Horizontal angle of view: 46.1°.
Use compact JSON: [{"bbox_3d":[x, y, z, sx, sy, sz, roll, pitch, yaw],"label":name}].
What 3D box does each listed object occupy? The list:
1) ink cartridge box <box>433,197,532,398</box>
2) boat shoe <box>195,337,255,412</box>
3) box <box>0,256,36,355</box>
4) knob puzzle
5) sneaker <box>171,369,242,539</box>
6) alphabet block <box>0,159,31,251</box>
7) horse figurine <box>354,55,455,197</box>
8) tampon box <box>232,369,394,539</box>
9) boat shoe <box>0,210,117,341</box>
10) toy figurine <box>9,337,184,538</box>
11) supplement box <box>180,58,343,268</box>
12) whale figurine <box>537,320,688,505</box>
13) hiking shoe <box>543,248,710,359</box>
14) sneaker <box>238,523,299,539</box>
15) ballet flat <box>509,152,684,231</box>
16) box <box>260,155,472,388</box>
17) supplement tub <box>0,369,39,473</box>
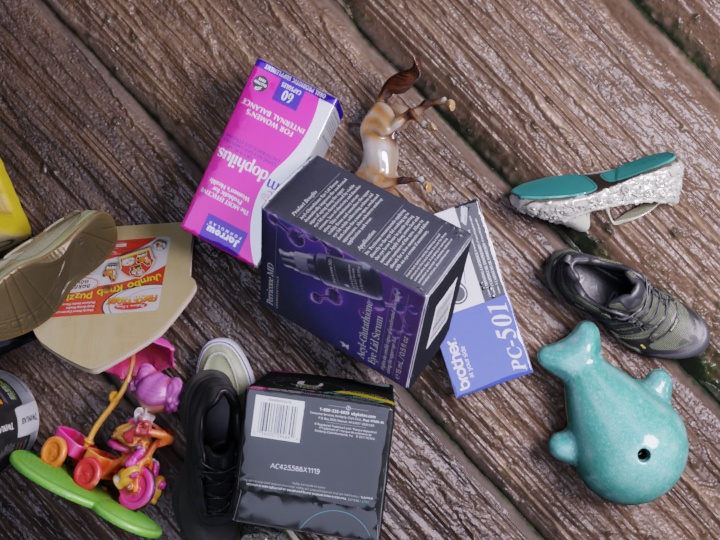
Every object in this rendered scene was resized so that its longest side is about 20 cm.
[{"bbox_3d":[0.120,0.031,0.960,0.092,0.044,0.204,-18,89,4],"label":"ink cartridge box"},{"bbox_3d":[-0.152,0.179,0.962,0.070,0.062,0.205,-6,89,2],"label":"boat shoe"},{"bbox_3d":[-0.468,0.060,0.910,0.146,0.200,0.109,-25,88,2],"label":"box"},{"bbox_3d":[-0.276,0.033,0.938,0.214,0.031,0.223,-3,48,3],"label":"knob puzzle"},{"bbox_3d":[-0.155,0.210,0.882,0.074,0.090,0.205,-4,92,-23],"label":"sneaker"},{"bbox_3d":[-0.515,-0.086,0.918,0.197,0.195,0.200,-25,90,1],"label":"alphabet block"},{"bbox_3d":[0.035,-0.133,0.949,0.131,0.049,0.205,12,95,40],"label":"horse figurine"},{"bbox_3d":[-0.042,0.183,0.888,0.146,0.200,0.130,7,89,1],"label":"tampon box"},{"bbox_3d":[-0.348,0.000,0.907,0.062,0.201,0.074,10,134,29],"label":"boat shoe"},{"bbox_3d":[-0.256,0.161,0.928,0.197,0.150,0.187,21,80,29],"label":"toy figurine"},{"bbox_3d":[-0.106,-0.114,0.945,0.100,0.103,0.203,25,92,2],"label":"supplement box"},{"bbox_3d":[0.274,0.158,0.921,0.157,0.104,0.203,-30,90,2],"label":"whale figurine"},{"bbox_3d":[0.295,0.042,0.924,0.197,0.101,0.077,26,91,3],"label":"hiking shoe"},{"bbox_3d":[-0.070,0.351,0.943,0.199,0.089,0.077,38,91,2],"label":"sneaker"},{"bbox_3d":[0.268,-0.078,0.947,0.195,0.072,0.074,-12,89,3],"label":"ballet flat"},{"bbox_3d":[0.000,0.000,0.882,0.197,0.150,0.105,27,49,18],"label":"box"},{"bbox_3d":[-0.439,0.176,0.907,0.119,0.200,0.126,0,90,2],"label":"supplement tub"}]
